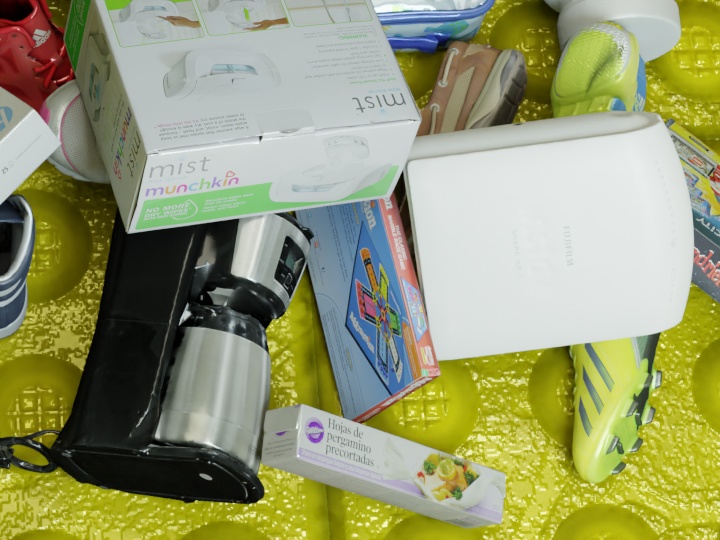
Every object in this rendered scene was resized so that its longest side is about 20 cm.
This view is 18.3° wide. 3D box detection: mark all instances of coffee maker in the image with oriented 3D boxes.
[{"bbox_3d":[-0.143,0.047,1.560,0.191,0.135,0.201,12,68,-4],"label":"coffee maker"}]

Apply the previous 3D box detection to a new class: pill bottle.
[{"bbox_3d":[0.190,-0.268,1.743,0.116,0.116,0.201,-2,70,-10],"label":"pill bottle"}]

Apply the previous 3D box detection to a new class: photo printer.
[{"bbox_3d":[0.136,-0.026,1.586,0.199,0.069,0.167,-7,108,3],"label":"photo printer"}]

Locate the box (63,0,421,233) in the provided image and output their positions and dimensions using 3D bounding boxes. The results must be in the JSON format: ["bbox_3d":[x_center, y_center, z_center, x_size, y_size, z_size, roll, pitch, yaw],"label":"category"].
[{"bbox_3d":[-0.083,-0.133,1.538,0.199,0.097,0.177,-9,59,-23],"label":"box"}]

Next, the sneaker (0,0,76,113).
[{"bbox_3d":[-0.218,-0.139,1.625,0.199,0.116,0.079,23,68,-1],"label":"sneaker"}]

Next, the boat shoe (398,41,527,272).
[{"bbox_3d":[0.057,-0.087,1.682,0.071,0.076,0.201,23,67,14],"label":"boat shoe"}]

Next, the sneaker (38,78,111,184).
[{"bbox_3d":[-0.133,-0.091,1.596,0.199,0.088,0.082,8,93,-31],"label":"sneaker"}]

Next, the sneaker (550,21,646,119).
[{"bbox_3d":[0.173,-0.088,1.695,0.075,0.105,0.201,26,101,23],"label":"sneaker"}]

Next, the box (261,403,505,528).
[{"bbox_3d":[0.019,0.138,1.551,0.199,0.041,0.039,21,65,-37],"label":"box"}]

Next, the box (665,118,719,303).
[{"bbox_3d":[0.283,-0.021,1.670,0.200,0.038,0.137,38,31,6],"label":"box"}]

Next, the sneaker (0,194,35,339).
[{"bbox_3d":[-0.279,-0.060,1.589,0.070,0.109,0.201,-15,73,-15],"label":"sneaker"}]

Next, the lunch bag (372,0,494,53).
[{"bbox_3d":[0.003,-0.247,1.724,0.199,0.082,0.162,-2,73,-9],"label":"lunch bag"}]

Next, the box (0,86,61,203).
[{"bbox_3d":[-0.320,-0.079,1.553,0.156,0.041,0.200,-46,44,-11],"label":"box"}]

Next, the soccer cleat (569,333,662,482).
[{"bbox_3d":[0.183,0.062,1.658,0.083,0.065,0.201,11,69,20],"label":"soccer cleat"}]

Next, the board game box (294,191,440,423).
[{"bbox_3d":[0.000,0.000,1.620,0.019,0.103,0.201,-1,69,-35],"label":"board game box"}]
